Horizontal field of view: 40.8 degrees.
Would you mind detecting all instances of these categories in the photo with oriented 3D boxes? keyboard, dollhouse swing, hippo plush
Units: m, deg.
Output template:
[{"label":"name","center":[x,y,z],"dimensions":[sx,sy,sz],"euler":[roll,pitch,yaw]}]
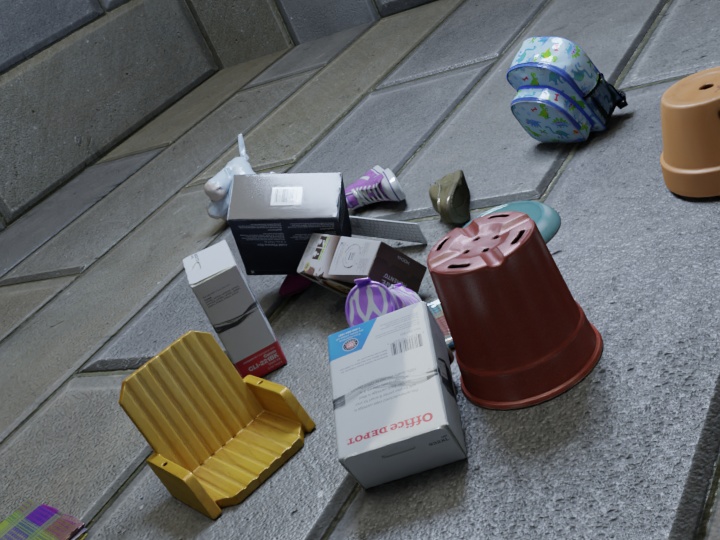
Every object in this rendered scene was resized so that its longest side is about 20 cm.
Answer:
[{"label":"keyboard","center":[0.031,-0.079,1.810],"dimensions":[0.199,0.056,0.011],"euler":[8,62,34]},{"label":"dollhouse swing","center":[-0.210,0.201,1.372],"dimensions":[0.200,0.176,0.181],"euler":[-38,26,-28]},{"label":"hippo plush","center":[-0.260,-0.186,2.328],"dimensions":[0.160,0.160,0.200],"euler":[20,60,19]}]

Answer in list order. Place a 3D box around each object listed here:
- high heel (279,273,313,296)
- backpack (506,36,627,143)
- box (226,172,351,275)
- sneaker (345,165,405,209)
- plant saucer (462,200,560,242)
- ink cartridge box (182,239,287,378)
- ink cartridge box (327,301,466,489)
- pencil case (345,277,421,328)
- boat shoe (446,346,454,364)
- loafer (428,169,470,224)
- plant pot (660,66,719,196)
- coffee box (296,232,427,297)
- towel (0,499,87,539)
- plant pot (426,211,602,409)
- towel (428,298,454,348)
[{"label":"high heel","center":[-0.107,-0.035,1.857],"dimensions":[0.067,0.096,0.200],"euler":[-6,30,39]},{"label":"backpack","center":[0.380,-0.346,1.879],"dimensions":[0.183,0.200,0.147],"euler":[11,62,52]},{"label":"box","center":[-0.124,-0.082,1.758],"dimensions":[0.199,0.182,0.105],"euler":[0,57,5]},{"label":"sneaker","center":[0.024,-0.158,2.026],"dimensions":[0.114,0.073,0.200],"euler":[-32,13,-5]},{"label":"plant saucer","center":[0.242,-0.067,1.656],"dimensions":[0.199,0.028,0.200],"euler":[-23,23,10]},{"label":"ink cartridge box","center":[-0.211,0.066,1.620],"dimensions":[0.083,0.201,0.144],"euler":[-28,24,-5]},{"label":"ink cartridge box","center":[0.044,0.158,1.239],"dimensions":[0.145,0.084,0.201],"euler":[-20,45,13]},{"label":"pencil case","center":[0.039,0.057,1.431],"dimensions":[0.083,0.086,0.200],"euler":[-6,-4,14]},{"label":"boat shoe","center":[0.042,0.137,1.374],"dimensions":[0.199,0.075,0.066],"euler":[-3,36,40]},{"label":"loafer","center":[0.165,-0.130,1.816],"dimensions":[0.067,0.076,0.200],"euler":[-19,14,17]},{"label":"plant pot","center":[0.554,-0.225,1.504],"dimensions":[0.199,0.140,0.200],"euler":[-22,23,10]},{"label":"coffee box","center":[0.000,0.000,1.628],"dimensions":[0.200,0.113,0.080],"euler":[9,74,54]},{"label":"towel","center":[-0.496,0.408,1.426],"dimensions":[0.200,0.023,0.144],"euler":[2,37,49]},{"label":"plant pot","center":[0.189,0.042,1.266],"dimensions":[0.200,0.196,0.201],"euler":[-22,24,10]},{"label":"towel","center":[0.195,0.042,1.481],"dimensions":[0.199,0.022,0.147],"euler":[-28,23,-3]}]
